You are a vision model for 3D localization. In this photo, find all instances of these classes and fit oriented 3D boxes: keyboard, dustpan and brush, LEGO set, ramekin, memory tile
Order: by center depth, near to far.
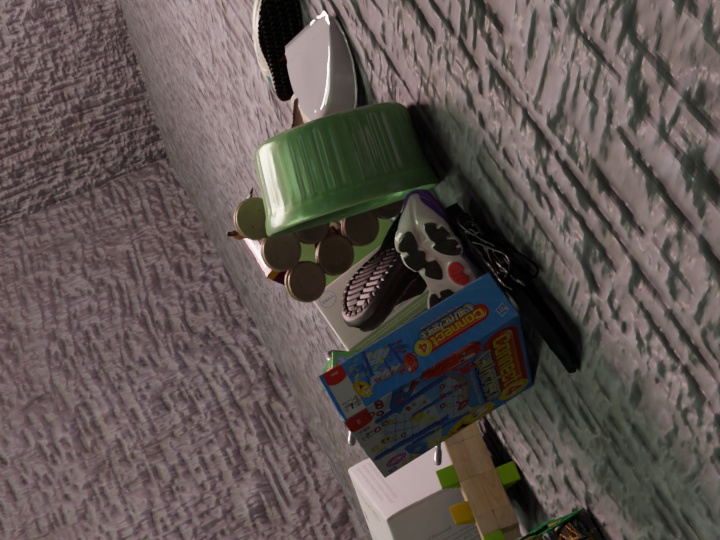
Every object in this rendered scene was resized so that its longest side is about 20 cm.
[{"bbox_3d":[0.155,0.005,0.969,0.200,0.040,0.104,56,-173,33],"label":"keyboard"},{"bbox_3d":[-0.022,-0.113,1.087,0.200,0.199,0.098,164,89,-77],"label":"ramekin"},{"bbox_3d":[0.201,0.361,1.096,0.116,0.199,0.154,60,146,14],"label":"LEGO set"},{"bbox_3d":[-0.046,-0.074,1.189,0.154,0.200,0.017,50,160,-18],"label":"memory tile"},{"bbox_3d":[-0.033,-0.207,1.242,0.139,0.057,0.202,-18,79,61],"label":"dustpan and brush"}]

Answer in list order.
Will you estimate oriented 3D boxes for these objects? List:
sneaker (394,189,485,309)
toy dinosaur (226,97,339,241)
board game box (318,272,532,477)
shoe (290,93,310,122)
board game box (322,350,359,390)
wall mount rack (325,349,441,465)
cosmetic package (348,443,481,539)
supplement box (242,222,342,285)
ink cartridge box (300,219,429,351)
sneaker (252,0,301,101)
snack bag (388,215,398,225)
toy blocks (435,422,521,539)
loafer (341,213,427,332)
[{"bbox_3d":[0.100,-0.008,1.058,0.084,0.080,0.201,-86,-25,-47],"label":"sneaker"},{"bbox_3d":[-0.100,-0.108,1.237,0.086,0.135,0.201,50,146,40],"label":"toy dinosaur"},{"bbox_3d":[0.075,0.115,1.014,0.056,0.195,0.200,57,177,30],"label":"board game box"},{"bbox_3d":[-0.049,-0.167,1.309,0.200,0.053,0.070,56,162,29],"label":"shoe"},{"bbox_3d":[0.058,0.125,1.194,0.135,0.198,0.029,115,156,-74],"label":"board game box"},{"bbox_3d":[0.043,0.172,1.293,0.174,0.199,0.075,-109,34,-72],"label":"wall mount rack"},{"bbox_3d":[0.106,0.385,1.525,0.165,0.164,0.201,36,148,63],"label":"cosmetic package"},{"bbox_3d":[-0.065,-0.024,1.427,0.199,0.086,0.111,25,-158,-46],"label":"supplement box"},{"bbox_3d":[0.000,0.000,1.255,0.200,0.145,0.048,54,180,22],"label":"ink cartridge box"},{"bbox_3d":[-0.128,-0.333,1.375,0.094,0.070,0.200,51,164,31],"label":"sneaker"},{"bbox_3d":[0.003,-0.119,1.351,0.200,0.021,0.189,50,160,49],"label":"snack bag"},{"bbox_3d":[0.164,0.297,1.328,0.137,0.099,0.201,69,179,-59],"label":"toy blocks"},{"bbox_3d":[0.050,0.003,1.093,0.073,0.200,0.071,-17,118,45],"label":"loafer"}]
